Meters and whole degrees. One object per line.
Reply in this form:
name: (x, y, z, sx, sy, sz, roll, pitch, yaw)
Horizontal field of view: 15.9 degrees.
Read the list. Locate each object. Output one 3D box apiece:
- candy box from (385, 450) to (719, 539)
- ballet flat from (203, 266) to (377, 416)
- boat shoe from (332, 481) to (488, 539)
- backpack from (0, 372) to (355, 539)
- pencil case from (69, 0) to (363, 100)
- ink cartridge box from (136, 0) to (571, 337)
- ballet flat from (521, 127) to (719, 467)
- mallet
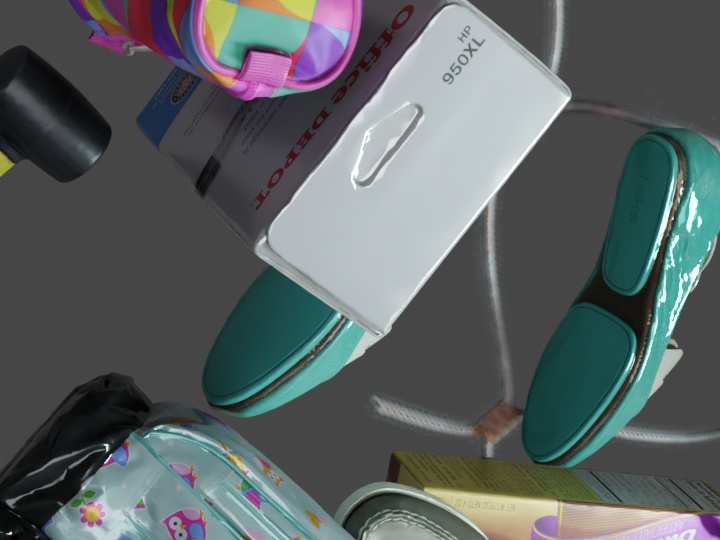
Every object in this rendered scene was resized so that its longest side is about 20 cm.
candy box: (0.102, 0.170, 1.425, 0.199, 0.056, 0.117, 8, 106, -22)
ballet flat: (0.000, 0.000, 1.310, 0.070, 0.067, 0.200, 26, 102, -44)
boat shoe: (0.062, 0.188, 1.351, 0.072, 0.060, 0.202, -43, 117, -1)
backpack: (-0.081, 0.143, 1.255, 0.200, 0.167, 0.127, 42, 92, -4)
pencil case: (-0.071, -0.128, 1.170, 0.088, 0.200, 0.089, -5, 103, -22)
ink cartridge box: (-0.009, -0.076, 1.206, 0.084, 0.200, 0.145, 35, 95, -28)
ballet flat: (0.152, 0.021, 1.385, 0.070, 0.067, 0.201, 8, 109, -38)
mallet: (-0.215, -0.028, 1.240, 0.200, 0.041, 0.066, -37, 118, 0)
